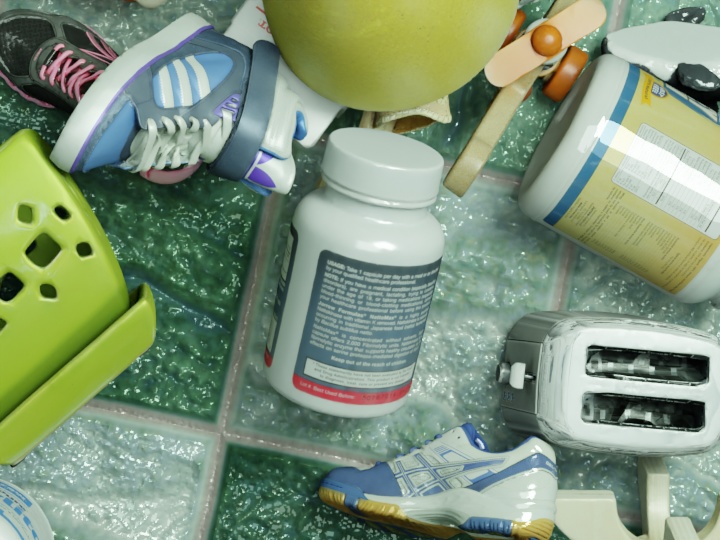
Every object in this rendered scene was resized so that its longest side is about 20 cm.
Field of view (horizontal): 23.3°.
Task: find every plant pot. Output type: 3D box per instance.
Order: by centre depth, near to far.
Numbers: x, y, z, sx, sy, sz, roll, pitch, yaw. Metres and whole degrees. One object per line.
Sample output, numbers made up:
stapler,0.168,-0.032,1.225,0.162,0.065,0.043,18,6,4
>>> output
plant pot,0.009,-0.234,1.266,0.199,0.142,0.201,-4,74,13
plant pot,-0.264,0.026,1.313,0.200,0.199,0.182,-41,98,-4

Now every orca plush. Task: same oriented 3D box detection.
orca plush,0.295,-0.164,1.439,0.199,0.071,0.105,-12,45,-15

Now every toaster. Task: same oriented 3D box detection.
toaster,0.211,0.092,1.379,0.199,0.129,0.114,7,89,-5

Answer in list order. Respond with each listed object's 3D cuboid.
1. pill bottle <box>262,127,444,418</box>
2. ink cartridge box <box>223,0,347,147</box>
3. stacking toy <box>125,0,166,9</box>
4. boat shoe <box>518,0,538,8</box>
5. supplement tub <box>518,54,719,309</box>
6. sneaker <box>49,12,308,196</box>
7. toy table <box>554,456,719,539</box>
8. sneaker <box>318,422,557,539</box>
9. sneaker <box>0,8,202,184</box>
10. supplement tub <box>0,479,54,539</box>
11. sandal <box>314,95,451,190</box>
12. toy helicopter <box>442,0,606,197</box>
pill bottle,0.000,0.000,1.337,0.119,0.120,0.201,11,111,-4
ink cartridge box,-0.025,-0.205,1.396,0.115,0.068,0.200,38,86,-3
stacking toy,-0.250,-0.267,1.367,0.199,0.146,0.147,-7,89,13
boat shoe,0.129,-0.246,1.367,0.201,0.071,0.070,-43,117,-33
supplement tub,0.241,-0.064,1.377,0.199,0.145,0.145,29,87,-4
sneaker,-0.116,-0.098,1.274,0.146,0.081,0.200,39,43,2
toy table,0.241,0.229,1.368,0.199,0.184,0.118,-3,106,-11
sneaker,0.064,0.164,1.376,0.199,0.075,0.089,3,71,25
sneaker,-0.208,-0.144,1.367,0.200,0.095,0.079,32,88,-2
supplement tub,-0.299,0.224,1.299,0.131,0.200,0.133,0,90,-5
sandal,0.040,-0.123,1.372,0.070,0.078,0.212,35,107,28
toy helicopter,0.122,-0.140,1.352,0.079,0.132,0.200,33,64,-3
